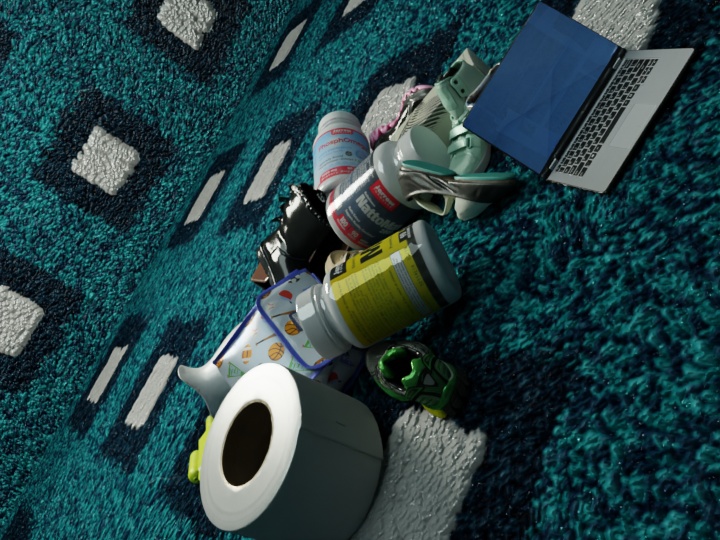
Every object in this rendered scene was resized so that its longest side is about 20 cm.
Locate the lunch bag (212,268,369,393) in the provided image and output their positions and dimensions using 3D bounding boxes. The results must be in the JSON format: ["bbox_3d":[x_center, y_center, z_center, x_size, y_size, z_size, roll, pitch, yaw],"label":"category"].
[{"bbox_3d":[-0.095,0.120,1.176,0.201,0.123,0.170,-49,57,7],"label":"lunch bag"}]

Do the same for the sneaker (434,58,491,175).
[{"bbox_3d":[0.138,-0.212,1.189,0.073,0.117,0.204,-16,47,55],"label":"sneaker"}]

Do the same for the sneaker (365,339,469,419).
[{"bbox_3d":[0.053,0.114,0.987,0.079,0.084,0.199,-61,22,-9],"label":"sneaker"}]

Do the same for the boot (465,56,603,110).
[{"bbox_3d":[0.229,-0.249,1.075,0.199,0.095,0.075,-37,30,41],"label":"boot"}]

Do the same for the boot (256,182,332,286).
[{"bbox_3d":[-0.091,-0.032,1.350,0.163,0.072,0.200,-51,57,29],"label":"boot"}]

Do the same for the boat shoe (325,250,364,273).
[{"bbox_3d":[0.000,0.000,1.231,0.200,0.070,0.066,-142,42,-57],"label":"boat shoe"}]

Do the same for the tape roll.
[{"bbox_3d":[-0.089,0.234,1.004,0.201,0.138,0.206,-32,44,36],"label":"tape roll"}]

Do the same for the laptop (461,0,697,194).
[{"bbox_3d":[0.250,-0.212,0.958,0.189,0.115,0.200,-57,22,1],"label":"laptop"}]

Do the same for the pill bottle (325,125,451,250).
[{"bbox_3d":[0.046,-0.130,1.273,0.199,0.118,0.121,-40,27,37],"label":"pill bottle"}]

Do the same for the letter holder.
[{"bbox_3d":[-0.093,-0.043,1.480,0.141,0.100,0.203,1,62,62],"label":"letter holder"}]

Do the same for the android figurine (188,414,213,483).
[{"bbox_3d":[-0.244,0.298,1.430,0.183,0.041,0.201,-52,21,14],"label":"android figurine"}]

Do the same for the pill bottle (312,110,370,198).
[{"bbox_3d":[-0.032,-0.190,1.451,0.108,0.107,0.203,-41,39,34],"label":"pill bottle"}]

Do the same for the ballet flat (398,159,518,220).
[{"bbox_3d":[0.134,-0.109,1.120,0.198,0.067,0.070,16,113,45],"label":"ballet flat"}]

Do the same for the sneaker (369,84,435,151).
[{"bbox_3d":[0.082,-0.236,1.412,0.200,0.078,0.097,-45,30,47],"label":"sneaker"}]

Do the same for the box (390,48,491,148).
[{"bbox_3d":[0.135,-0.252,1.311,0.200,0.068,0.083,-48,23,23],"label":"box"}]

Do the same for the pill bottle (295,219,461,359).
[{"bbox_3d":[0.022,0.030,1.049,0.197,0.115,0.115,-28,30,14],"label":"pill bottle"}]

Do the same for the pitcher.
[{"bbox_3d":[-0.177,0.177,1.345,0.198,0.173,0.121,-33,3,-4],"label":"pitcher"}]
